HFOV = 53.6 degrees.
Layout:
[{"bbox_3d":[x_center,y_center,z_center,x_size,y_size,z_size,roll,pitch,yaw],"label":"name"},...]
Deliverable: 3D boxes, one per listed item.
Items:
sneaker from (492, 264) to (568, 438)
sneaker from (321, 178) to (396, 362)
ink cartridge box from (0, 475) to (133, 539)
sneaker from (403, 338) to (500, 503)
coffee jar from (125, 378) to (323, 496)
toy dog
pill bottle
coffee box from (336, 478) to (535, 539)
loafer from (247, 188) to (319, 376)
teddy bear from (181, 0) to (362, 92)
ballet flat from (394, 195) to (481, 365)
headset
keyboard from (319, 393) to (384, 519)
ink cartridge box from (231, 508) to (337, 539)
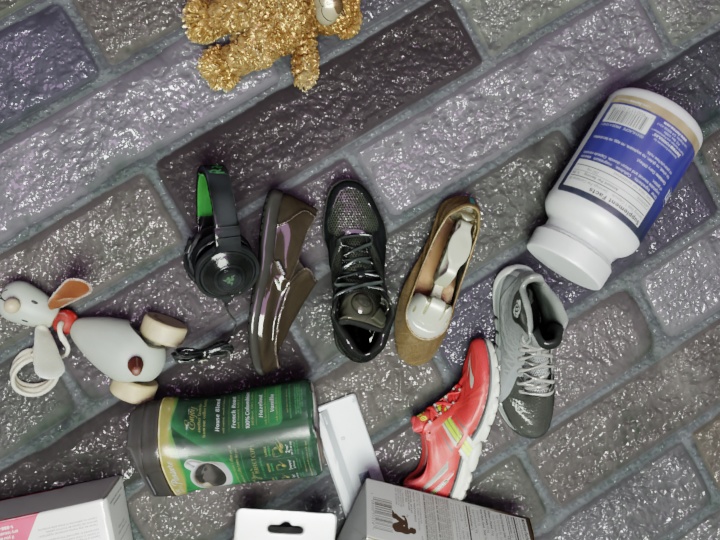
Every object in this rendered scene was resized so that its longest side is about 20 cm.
[{"bbox_3d":[0.189,0.096,0.785,0.074,0.115,0.204,-8,93,-6],"label":"sneaker"},{"bbox_3d":[0.000,0.000,0.763,0.075,0.114,0.203,-1,90,-8],"label":"sneaker"},{"bbox_3d":[-0.313,0.340,0.752,0.142,0.084,0.204,-10,92,-6],"label":"ink cartridge box"},{"bbox_3d":[0.100,0.169,0.800,0.084,0.077,0.203,18,90,-2],"label":"sneaker"},{"bbox_3d":[-0.140,0.178,0.753,0.196,0.086,0.105,-7,136,-3],"label":"coffee jar"},{"bbox_3d":[-0.284,0.074,0.739,0.196,0.096,0.134,3,92,-7],"label":"toy dog"},{"bbox_3d":[0.276,-0.087,0.789,0.115,0.116,0.202,33,89,-7],"label":"pill bottle"},{"bbox_3d":[0.081,0.313,0.773,0.197,0.080,0.114,17,120,-10],"label":"coffee box"},{"bbox_3d":[-0.081,0.015,0.772,0.070,0.073,0.204,7,93,-8],"label":"loafer"},{"bbox_3d":[-0.092,-0.267,0.764,0.196,0.067,0.148,-4,95,-6],"label":"teddy bear"},{"bbox_3d":[0.089,0.012,0.792,0.067,0.072,0.203,22,90,-6],"label":"ballet flat"},{"bbox_3d":[-0.159,-0.006,0.737,0.092,0.123,0.204,-8,102,-20],"label":"headset"},{"bbox_3d":[-0.001,0.246,0.824,0.055,0.011,0.203,-19,95,-11],"label":"keyboard"},{"bbox_3d":[-0.090,0.353,0.787,0.114,0.067,0.204,6,92,-6],"label":"ink cartridge box"}]
